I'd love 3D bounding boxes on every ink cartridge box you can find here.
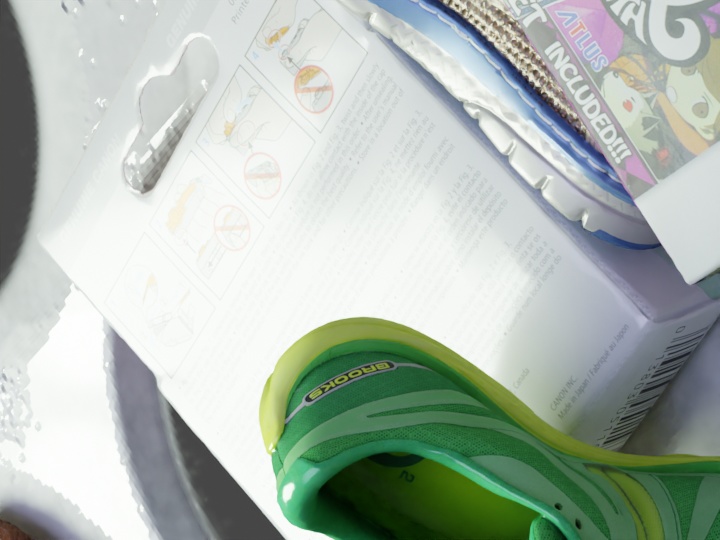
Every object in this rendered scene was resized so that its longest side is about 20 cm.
[{"bbox_3d":[0.000,0.000,0.888,0.200,0.050,0.161,48,126,23],"label":"ink cartridge box"}]

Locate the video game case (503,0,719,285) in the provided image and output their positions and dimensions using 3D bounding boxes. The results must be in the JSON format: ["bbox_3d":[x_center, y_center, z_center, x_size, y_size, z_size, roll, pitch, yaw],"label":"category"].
[{"bbox_3d":[0.097,-0.122,0.711,0.181,0.036,0.200,-35,85,41],"label":"video game case"}]

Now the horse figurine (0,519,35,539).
[{"bbox_3d":[-0.088,0.156,0.984,0.200,0.050,0.133,0,83,47],"label":"horse figurine"}]

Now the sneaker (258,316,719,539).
[{"bbox_3d":[0.061,0.084,0.794,0.200,0.084,0.074,21,123,-6],"label":"sneaker"}]

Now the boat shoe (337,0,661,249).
[{"bbox_3d":[0.037,-0.099,0.825,0.200,0.072,0.072,43,119,12],"label":"boat shoe"}]
